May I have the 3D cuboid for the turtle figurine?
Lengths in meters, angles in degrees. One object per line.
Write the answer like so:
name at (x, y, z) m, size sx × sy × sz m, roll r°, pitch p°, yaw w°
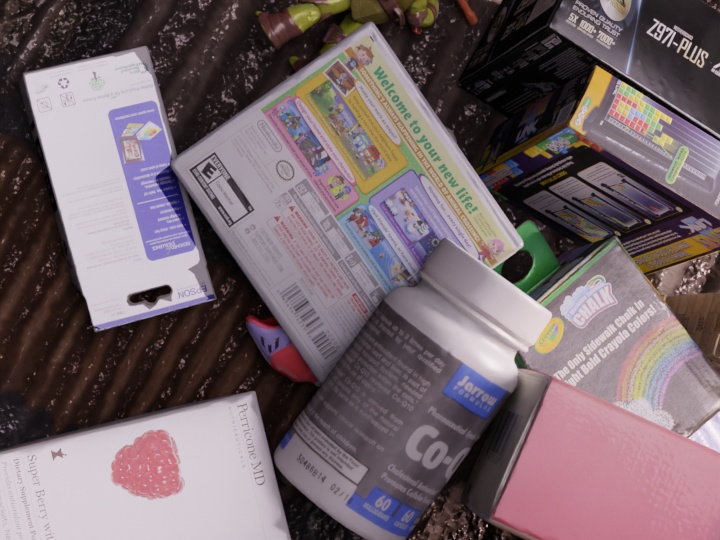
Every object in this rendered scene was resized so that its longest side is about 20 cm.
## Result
turtle figurine at (0.011, -0.205, 1.424) m, size 0.161 × 0.200 × 0.064 m, roll -38°, pitch 52°, yaw 4°

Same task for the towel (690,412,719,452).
towel at (0.260, 0.198, 1.488) m, size 0.200 × 0.024 × 0.145 m, roll -39°, pitch 100°, yaw -19°

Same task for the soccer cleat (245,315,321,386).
soccer cleat at (0.000, 0.000, 1.418) m, size 0.200 × 0.067 × 0.076 m, roll -46°, pitch 107°, yaw -11°

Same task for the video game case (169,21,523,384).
video game case at (-0.010, -0.049, 1.365) m, size 0.182 × 0.022 × 0.200 m, roll -35°, pitch 92°, yaw 1°

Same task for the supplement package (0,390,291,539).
supplement package at (-0.166, 0.167, 1.323) m, size 0.199 × 0.120 × 0.122 m, roll -13°, pitch 86°, yaw -17°

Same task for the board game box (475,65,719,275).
board game box at (0.196, -0.070, 1.416) m, size 0.165 × 0.200 × 0.057 m, roll 29°, pitch 75°, yaw -12°

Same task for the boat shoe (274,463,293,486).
boat shoe at (0.019, 0.095, 1.415) m, size 0.072 × 0.076 × 0.200 m, roll 40°, pitch 83°, yaw -11°

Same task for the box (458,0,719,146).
box at (0.190, -0.155, 1.424) m, size 0.163 × 0.200 × 0.086 m, roll 31°, pitch 76°, yaw -10°

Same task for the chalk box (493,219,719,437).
chalk box at (0.163, 0.058, 1.431) m, size 0.124 × 0.124 × 0.200 m, roll -38°, pitch 94°, yaw -15°

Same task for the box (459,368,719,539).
box at (0.186, 0.158, 1.299) m, size 0.199 × 0.128 × 0.109 m, roll 24°, pitch 87°, yaw -6°

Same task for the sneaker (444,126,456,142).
sneaker at (-0.021, -0.087, 1.411) m, size 0.199 × 0.089 × 0.074 m, roll -10°, pitch 78°, yaw -17°

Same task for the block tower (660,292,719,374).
block tower at (0.304, 0.050, 1.437) m, size 0.058 × 0.200 × 0.054 m, roll 26°, pitch 76°, yaw -27°

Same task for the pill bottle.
pill bottle at (0.039, 0.084, 1.311) m, size 0.114 × 0.114 × 0.200 m, roll 35°, pitch 94°, yaw -9°

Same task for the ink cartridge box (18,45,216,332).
ink cartridge box at (-0.182, -0.059, 1.391) m, size 0.099 × 0.039 × 0.201 m, roll -14°, pitch 86°, yaw -17°
